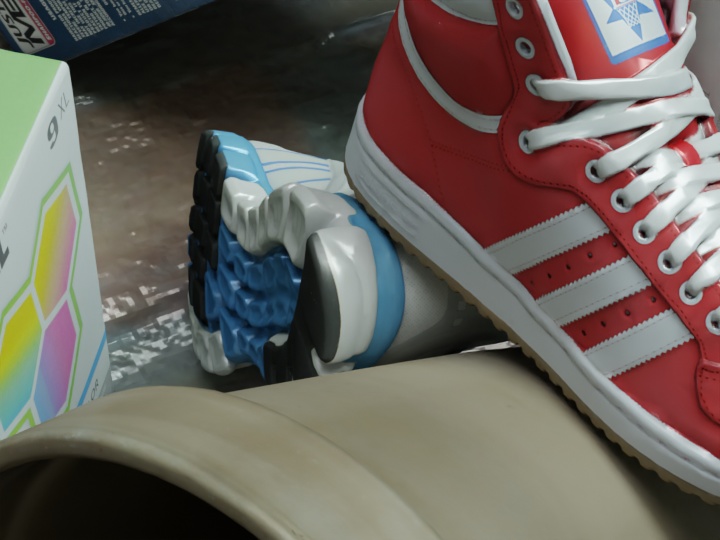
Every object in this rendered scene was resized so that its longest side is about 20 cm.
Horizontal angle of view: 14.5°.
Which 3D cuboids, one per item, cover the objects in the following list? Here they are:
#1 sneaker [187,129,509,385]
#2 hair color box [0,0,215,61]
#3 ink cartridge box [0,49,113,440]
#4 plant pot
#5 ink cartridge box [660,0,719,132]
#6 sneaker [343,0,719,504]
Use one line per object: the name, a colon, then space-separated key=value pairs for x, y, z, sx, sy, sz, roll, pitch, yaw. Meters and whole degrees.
sneaker: x=0.000 y=0.000 z=0.864 sx=0.087 sy=0.075 sz=0.200 roll=-2 pitch=11 yaw=-17
hair color box: x=-0.047 y=-0.134 z=0.960 sx=0.100 sy=0.061 sz=0.200 roll=-43 pitch=18 yaw=-33
ink cartridge box: x=-0.120 y=0.003 z=0.809 sx=0.059 sy=0.200 sz=0.104 roll=9 pitch=48 yaw=10
plant pot: x=0.008 y=0.105 z=0.737 sx=0.200 sy=0.200 sz=0.173 roll=32 pitch=37 yaw=28
ink cartridge box: x=0.175 y=-0.029 z=0.770 sx=0.200 sy=0.125 sz=0.129 roll=33 pitch=41 yaw=28
sneaker: x=0.080 y=-0.024 z=0.717 sx=0.200 sy=0.113 sz=0.071 roll=37 pitch=44 yaw=27
